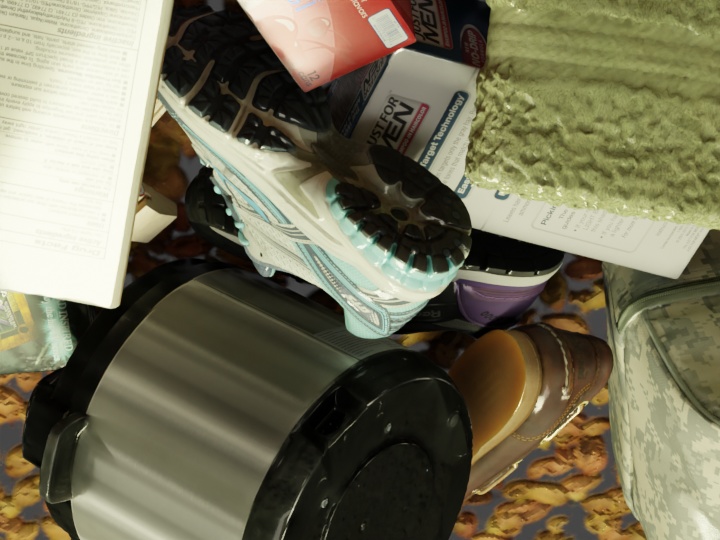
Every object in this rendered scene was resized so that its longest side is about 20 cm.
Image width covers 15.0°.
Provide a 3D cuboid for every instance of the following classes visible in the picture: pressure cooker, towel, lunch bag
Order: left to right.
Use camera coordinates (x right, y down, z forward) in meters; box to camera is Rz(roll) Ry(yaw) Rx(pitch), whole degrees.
[{"bbox_3d":[-0.064,0.089,1.393,0.200,0.179,0.176,25,161,31],"label":"pressure cooker"},{"bbox_3d":[0.146,-0.093,1.303,0.200,0.036,0.149,6,88,-20],"label":"towel"},{"bbox_3d":[0.208,0.088,1.450,0.139,0.168,0.200,-7,135,0],"label":"lunch bag"}]

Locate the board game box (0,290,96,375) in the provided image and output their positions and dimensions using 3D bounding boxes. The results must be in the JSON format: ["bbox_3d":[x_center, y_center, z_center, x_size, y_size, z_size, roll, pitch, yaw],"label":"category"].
[{"bbox_3d":[-0.208,-0.022,1.391,0.135,0.028,0.200,-5,133,-2],"label":"board game box"}]

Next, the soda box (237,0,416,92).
[{"bbox_3d":[-0.048,-0.178,1.232,0.063,0.070,0.200,-23,132,16],"label":"soda box"}]

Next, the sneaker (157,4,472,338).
[{"bbox_3d":[-0.044,-0.043,1.304,0.200,0.078,0.086,43,134,12],"label":"sneaker"}]

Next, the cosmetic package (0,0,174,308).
[{"bbox_3d":[-0.139,-0.088,1.204,0.105,0.071,0.200,12,127,-5],"label":"cosmetic package"}]

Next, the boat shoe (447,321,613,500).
[{"bbox_3d":[0.062,0.088,1.488,0.070,0.071,0.200,-4,160,-37],"label":"boat shoe"}]

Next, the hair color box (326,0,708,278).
[{"bbox_3d":[0.088,-0.070,1.359,0.200,0.061,0.100,14,130,-19],"label":"hair color box"}]

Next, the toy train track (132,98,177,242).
[{"bbox_3d":[-0.170,-0.064,1.314,0.200,0.033,0.115,34,121,-30],"label":"toy train track"}]

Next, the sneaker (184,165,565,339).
[{"bbox_3d":[0.000,0.000,1.410,0.200,0.076,0.088,11,138,-16],"label":"sneaker"}]
